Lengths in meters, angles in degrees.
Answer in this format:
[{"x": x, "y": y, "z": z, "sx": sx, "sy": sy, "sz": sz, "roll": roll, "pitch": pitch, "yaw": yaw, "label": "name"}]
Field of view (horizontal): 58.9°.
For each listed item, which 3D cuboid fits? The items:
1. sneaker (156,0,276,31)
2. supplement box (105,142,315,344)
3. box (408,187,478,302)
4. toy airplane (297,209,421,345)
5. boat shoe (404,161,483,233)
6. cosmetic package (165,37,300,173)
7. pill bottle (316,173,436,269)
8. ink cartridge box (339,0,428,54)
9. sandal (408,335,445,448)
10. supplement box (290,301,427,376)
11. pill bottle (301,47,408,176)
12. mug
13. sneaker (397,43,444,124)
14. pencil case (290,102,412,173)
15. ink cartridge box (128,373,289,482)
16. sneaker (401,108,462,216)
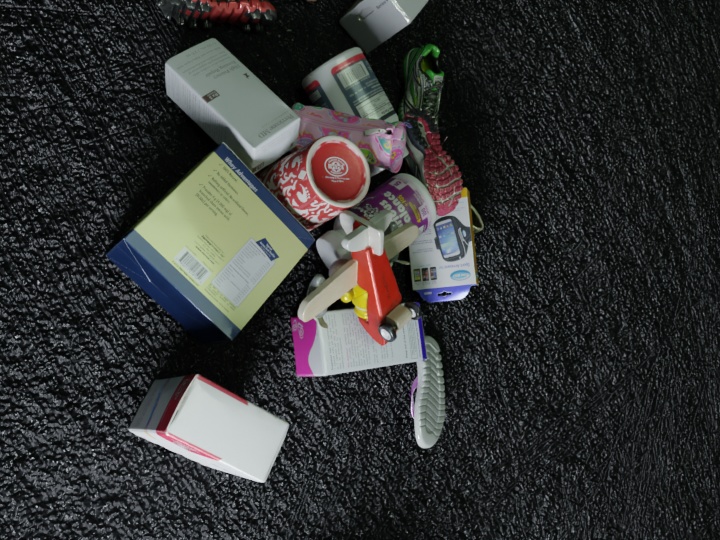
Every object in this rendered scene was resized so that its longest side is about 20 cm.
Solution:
[{"x": -0.234, "y": -0.445, "z": 1.025, "sx": 0.200, "sy": 0.071, "sz": 0.098, "roll": -11, "pitch": 88, "yaw": -35, "label": "sneaker"}, {"x": -0.215, "y": -0.034, "z": 0.931, "sx": 0.200, "sy": 0.134, "sz": 0.200, "roll": 47, "pitch": 62, "yaw": -17, "label": "supplement box"}, {"x": 0.149, "y": -0.044, "z": 1.173, "sx": 0.041, "sy": 0.118, "sz": 0.201, "roll": 9, "pitch": 76, "yaw": -72, "label": "box"}, {"x": 0.000, "y": 0.000, "z": 0.955, "sx": 0.199, "sy": 0.141, "sz": 0.200, "roll": 20, "pitch": 83, "yaw": -44, "label": "toy airplane"}, {"x": 0.162, "y": -0.147, "z": 1.227, "sx": 0.071, "sy": 0.062, "sz": 0.200, "roll": -44, "pitch": 104, "yaw": -27, "label": "boat shoe"}, {"x": -0.196, "y": -0.251, "z": 0.974, "sx": 0.200, "sy": 0.074, "sz": 0.102, "roll": 42, "pitch": 60, "yaw": 11, "label": "cosmetic package"}, {"x": 0.026, "y": -0.073, "z": 1.094, "sx": 0.200, "sy": 0.112, "sz": 0.113, "roll": -37, "pitch": 102, "yaw": -22, "label": "pill bottle"}, {"x": 0.070, "y": -0.516, "z": 1.180, "sx": 0.088, "sy": 0.145, "sz": 0.200, "roll": 45, "pitch": 61, "yaw": -19, "label": "ink cartridge box"}, {"x": 0.114, "y": 0.219, "z": 1.150, "sx": 0.082, "sy": 0.050, "sz": 0.204, "roll": 33, "pitch": 53, "yaw": -39, "label": "sandal"}, {"x": -0.003, "y": 0.114, "z": 1.059, "sx": 0.199, "sy": 0.101, "sz": 0.104, "roll": -5, "pitch": 84, "yaw": -33, "label": "supplement box"}, {"x": -0.003, "y": -0.269, "z": 1.110, "sx": 0.119, "sy": 0.119, "sz": 0.201, "roll": -36, "pitch": 102, "yaw": -31, "label": "pill bottle"}, {"x": -0.068, "y": -0.141, "z": 1.002, "sx": 0.177, "sy": 0.200, "sz": 0.134, "roll": -39, "pitch": 102, "yaw": -30, "label": "mug"}, {"x": 0.119, "y": -0.335, "z": 1.217, "sx": 0.078, "sy": 0.085, "sz": 0.201, "roll": -2, "pitch": 84, "yaw": -32, "label": "sneaker"}, {"x": -0.023, "y": -0.214, "z": 1.023, "sx": 0.199, "sy": 0.088, "sz": 0.088, "roll": 14, "pitch": 69, "yaw": 16, "label": "pencil case"}, {"x": -0.208, "y": 0.210, "z": 0.857, "sx": 0.147, "sy": 0.200, "sz": 0.086, "roll": 34, "pitch": 65, "yaw": -23, "label": "ink cartridge box"}, {"x": 0.122, "y": -0.190, "z": 1.154, "sx": 0.080, "sy": 0.075, "sz": 0.201, "roll": -9, "pitch": 73, "yaw": -27, "label": "sneaker"}]
